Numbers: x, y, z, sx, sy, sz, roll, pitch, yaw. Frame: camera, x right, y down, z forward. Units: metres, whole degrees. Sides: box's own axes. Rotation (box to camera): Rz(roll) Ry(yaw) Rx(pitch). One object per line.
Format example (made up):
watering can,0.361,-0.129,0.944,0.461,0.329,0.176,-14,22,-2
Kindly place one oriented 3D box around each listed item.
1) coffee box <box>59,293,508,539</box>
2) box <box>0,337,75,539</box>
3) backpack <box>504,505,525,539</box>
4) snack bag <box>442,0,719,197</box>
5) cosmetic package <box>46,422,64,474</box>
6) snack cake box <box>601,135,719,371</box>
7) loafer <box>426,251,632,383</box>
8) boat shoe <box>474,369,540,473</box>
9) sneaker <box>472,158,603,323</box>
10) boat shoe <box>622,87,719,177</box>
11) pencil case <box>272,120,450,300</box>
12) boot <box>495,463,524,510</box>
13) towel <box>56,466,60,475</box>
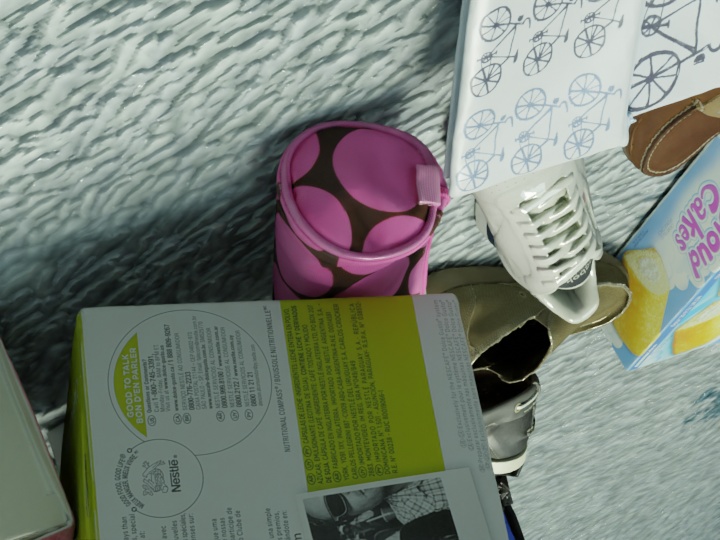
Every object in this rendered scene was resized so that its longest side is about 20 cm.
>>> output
coffee box,-0.047,0.147,0.909,0.197,0.201,0.200,-2,150,-13
box,-0.222,0.133,0.923,0.109,0.128,0.200,-18,155,-22
backpack,0.054,0.255,1.400,0.167,0.201,0.163,-5,153,-25
snack bag,0.132,-0.132,0.846,0.199,0.021,0.189,-19,139,-21
cosmetic package,-0.108,0.133,1.117,0.082,0.051,0.200,-32,147,5
snack cake box,0.250,-0.020,1.210,0.115,0.067,0.200,-13,153,-29
loafer,0.106,0.035,1.162,0.199,0.068,0.076,-8,150,-38
boat shoe,0.021,0.089,1.165,0.199,0.072,0.068,1,129,-18
sneaker,0.102,-0.037,0.994,0.076,0.081,0.200,-27,156,3
boat shoe,0.213,-0.110,0.975,0.076,0.072,0.200,-9,151,-37
pencil case,0.000,0.000,0.952,0.093,0.091,0.200,7,154,1
boot,0.010,0.157,1.264,0.197,0.073,0.163,13,111,-11
towel,-0.234,0.198,1.024,0.199,0.149,0.031,-20,147,-20
